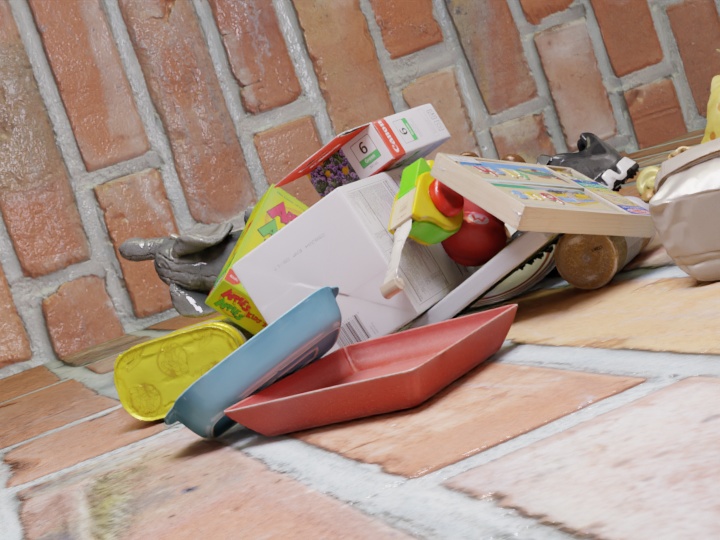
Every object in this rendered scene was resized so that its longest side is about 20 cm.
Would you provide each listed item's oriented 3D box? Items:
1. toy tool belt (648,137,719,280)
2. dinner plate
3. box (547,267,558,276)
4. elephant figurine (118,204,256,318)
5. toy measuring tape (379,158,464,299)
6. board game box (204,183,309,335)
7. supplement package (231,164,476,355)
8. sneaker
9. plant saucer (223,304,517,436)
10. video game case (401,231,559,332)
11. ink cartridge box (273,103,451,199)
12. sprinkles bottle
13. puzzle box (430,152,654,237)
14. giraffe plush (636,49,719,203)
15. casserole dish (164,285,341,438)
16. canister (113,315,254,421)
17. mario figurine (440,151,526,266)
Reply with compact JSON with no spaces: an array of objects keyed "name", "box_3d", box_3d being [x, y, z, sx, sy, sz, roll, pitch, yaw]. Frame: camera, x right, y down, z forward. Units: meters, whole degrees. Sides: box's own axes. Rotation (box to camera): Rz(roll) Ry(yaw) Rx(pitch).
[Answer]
[{"name":"toy tool belt","box_3d":[0.357,-0.072,1.121,0.200,0.125,0.123,-17,13,21]},{"name":"dinner plate","box_3d":[0.153,-0.017,1.523,0.200,0.024,0.200,-18,35,13]},{"name":"box","box_3d":[0.200,-0.008,1.594,0.200,0.035,0.110,-16,4,33]},{"name":"elephant figurine","box_3d":[-0.193,-0.003,1.595,0.200,0.142,0.155,-4,-21,-16]},{"name":"toy measuring tape","box_3d":[0.064,-0.035,1.258,0.073,0.074,0.200,-17,39,27]},{"name":"board game box","box_3d":[-0.100,-0.008,1.497,0.048,0.102,0.200,-49,13,37]},{"name":"supplement package","box_3d":[0.000,0.000,1.352,0.152,0.151,0.200,-34,-3,25]},{"name":"sneaker","box_3d":[0.218,-0.083,1.452,0.200,0.091,0.066,-41,-9,-10]},{"name":"plant saucer","box_3d":[0.016,0.090,1.096,0.200,0.037,0.200,-15,5,34]},{"name":"video game case","box_3d":[0.136,0.004,1.317,0.200,0.023,0.182,-40,-6,25]},{"name":"ink cartridge box","box_3d":[0.005,-0.120,1.392,0.109,0.050,0.200,-35,-4,35]},{"name":"sprinkles bottle","box_3d":[0.267,-0.032,1.374,0.068,0.068,0.200,-17,5,27]},{"name":"puzzle box","box_3d":[0.183,-0.073,1.256,0.200,0.025,0.133,1,25,-40]},{"name":"giraffe plush","box_3d":[0.376,-0.097,1.292,0.162,0.200,0.173,-47,3,9]},{"name":"casserole dish","box_3d":[-0.087,0.088,1.156,0.200,0.039,0.121,-36,-11,-16]},{"name":"canister","box_3d":[-0.188,0.105,1.487,0.148,0.087,0.200,-17,3,6]},{"name":"mario figurine","box_3d":[0.134,-0.087,1.376,0.123,0.106,0.200,-32,17,23]}]
